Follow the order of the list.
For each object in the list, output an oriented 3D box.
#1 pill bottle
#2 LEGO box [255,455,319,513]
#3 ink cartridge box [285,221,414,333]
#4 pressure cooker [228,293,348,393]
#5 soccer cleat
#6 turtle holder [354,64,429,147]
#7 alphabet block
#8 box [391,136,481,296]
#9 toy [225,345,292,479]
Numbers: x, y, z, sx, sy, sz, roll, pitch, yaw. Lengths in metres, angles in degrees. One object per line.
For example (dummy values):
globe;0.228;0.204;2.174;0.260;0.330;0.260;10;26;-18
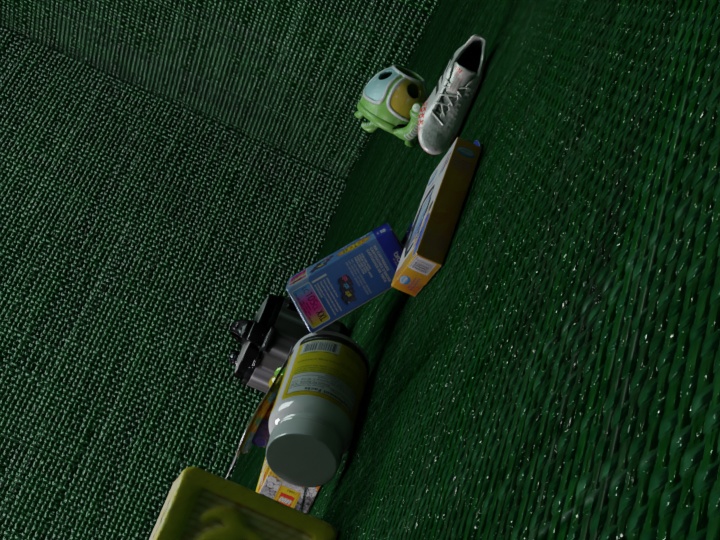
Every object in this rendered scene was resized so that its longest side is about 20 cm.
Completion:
pill bottle;-0.058;0.183;1.593;0.200;0.114;0.114;-73;8;-53
LEGO box;-0.084;0.252;1.752;0.200;0.077;0.149;-79;14;-68
ink cartridge box;0.000;0.000;1.682;0.200;0.077;0.136;-28;6;1
pressure cooker;-0.140;0.139;2.147;0.179;0.199;0.176;-72;7;-51
soccer cleat;0.141;-0.269;1.825;0.200;0.068;0.085;-64;0;-20
turtle holder;0.071;-0.332;2.405;0.186;0.141;0.132;-78;14;-71
alphabet block;-0.161;0.359;1.422;0.200;0.196;0.196;131;160;-73
box;0.100;-0.077;1.541;0.119;0.041;0.201;124;166;-65
toy;-0.129;0.209;1.705;0.200;0.047;0.115;-67;0;-55
